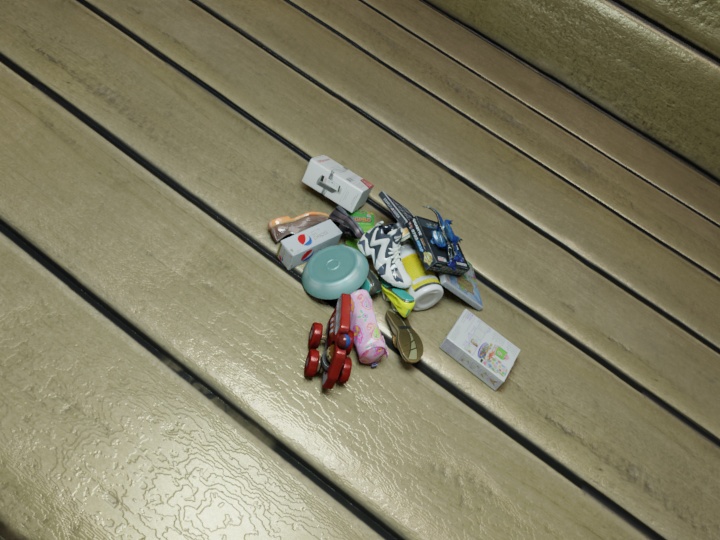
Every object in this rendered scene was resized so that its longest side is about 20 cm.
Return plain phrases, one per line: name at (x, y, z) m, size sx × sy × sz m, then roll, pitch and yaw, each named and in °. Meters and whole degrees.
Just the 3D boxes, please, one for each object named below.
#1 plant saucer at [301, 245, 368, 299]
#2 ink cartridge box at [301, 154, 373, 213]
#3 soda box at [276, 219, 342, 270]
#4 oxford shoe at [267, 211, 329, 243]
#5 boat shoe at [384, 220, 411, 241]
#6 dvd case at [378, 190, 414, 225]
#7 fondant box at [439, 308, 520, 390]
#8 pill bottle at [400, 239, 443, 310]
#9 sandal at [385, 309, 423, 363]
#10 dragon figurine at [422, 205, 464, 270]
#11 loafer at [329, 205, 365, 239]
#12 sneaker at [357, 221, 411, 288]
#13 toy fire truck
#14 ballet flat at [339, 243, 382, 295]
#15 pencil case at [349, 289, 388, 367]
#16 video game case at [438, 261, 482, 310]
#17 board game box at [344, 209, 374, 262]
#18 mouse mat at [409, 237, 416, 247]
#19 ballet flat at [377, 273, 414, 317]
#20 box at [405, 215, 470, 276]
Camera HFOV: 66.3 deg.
plant saucer at (-0.076, -0.007, 1.554) m, size 0.196 × 0.036 × 0.202 m, roll -8°, pitch 46°, yaw 8°
ink cartridge box at (-0.073, -0.285, 1.796) m, size 0.198 × 0.084 × 0.147 m, roll 32°, pitch 22°, yaw 6°
soda box at (-0.150, -0.078, 1.623) m, size 0.199 × 0.069 × 0.064 m, roll -29°, pitch 67°, yaw -39°
oxford shoe at (-0.179, -0.126, 1.664) m, size 0.197 × 0.071 × 0.074 m, roll -14°, pitch 75°, yaw -26°
boat shoe at (0.092, -0.111, 1.678) m, size 0.074 × 0.200 × 0.063 m, roll -31°, pitch 95°, yaw -19°
dvd case at (0.148, -0.169, 1.775) m, size 0.199 × 0.025 × 0.151 m, roll 25°, pitch 26°, yaw -55°
fondant box at (0.345, 0.225, 1.588) m, size 0.199 × 0.059 × 0.144 m, roll 37°, pitch 46°, yaw 10°
pill bottle at (0.160, 0.009, 1.655) m, size 0.110 × 0.112 × 0.202 m, roll -6°, pitch 54°, yaw -28°
sandal at (0.116, 0.187, 1.529) m, size 0.079 × 0.055 × 0.201 m, roll 7°, pitch 34°, yaw -26°
dragon figurine at (0.239, -0.101, 1.560) m, size 0.202 × 0.058 × 0.099 m, roll 62°, pitch 22°, yaw -3°
loafer at (-0.046, -0.134, 1.686) m, size 0.063 × 0.072 × 0.200 m, roll -37°, pitch 35°, yaw -3°
sneaker at (0.094, -0.055, 1.560) m, size 0.200 × 0.130 × 0.079 m, roll 51°, pitch 36°, yaw 16°
toy fire truck at (-0.063, 0.178, 1.369) m, size 0.110 × 0.169 × 0.202 m, roll 14°, pitch 47°, yaw -11°
ballet flat at (0.000, 0.000, 1.625) m, size 0.068 × 0.068 × 0.201 m, roll 1°, pitch 45°, yaw -42°
pencil case at (0.013, 0.152, 1.481) m, size 0.086 × 0.088 × 0.202 m, roll 0°, pitch 49°, yaw -23°
video game case at (0.303, 0.010, 1.721) m, size 0.199 × 0.022 × 0.184 m, roll 32°, pitch 38°, yaw -35°
board game box at (-0.003, -0.117, 1.751) m, size 0.094 × 0.030 × 0.202 m, roll 13°, pitch 50°, yaw -13°
mouse mat at (0.189, -0.086, 1.733) m, size 0.160 × 0.008 × 0.201 m, roll 39°, pitch 18°, yaw -27°
ballet flat at (0.095, 0.069, 1.597) m, size 0.066 × 0.068 × 0.200 m, roll -2°, pitch 27°, yaw -24°
box at (0.231, -0.070, 1.631) m, size 0.198 × 0.046 × 0.161 m, roll 10°, pitch 53°, yaw -50°
